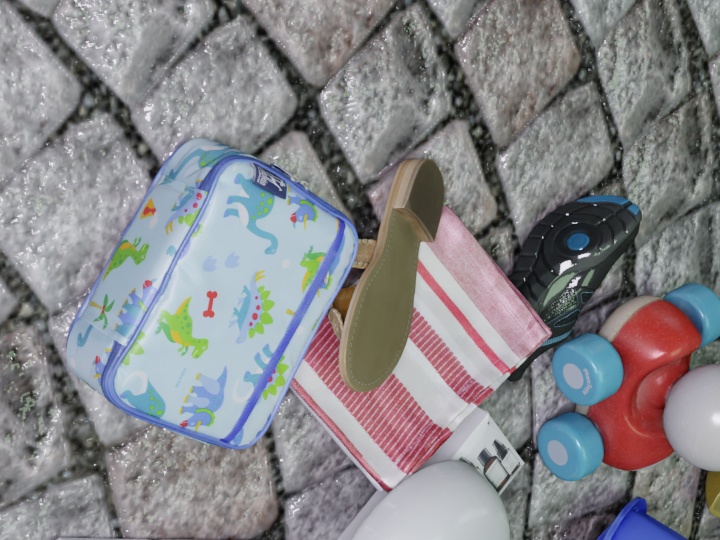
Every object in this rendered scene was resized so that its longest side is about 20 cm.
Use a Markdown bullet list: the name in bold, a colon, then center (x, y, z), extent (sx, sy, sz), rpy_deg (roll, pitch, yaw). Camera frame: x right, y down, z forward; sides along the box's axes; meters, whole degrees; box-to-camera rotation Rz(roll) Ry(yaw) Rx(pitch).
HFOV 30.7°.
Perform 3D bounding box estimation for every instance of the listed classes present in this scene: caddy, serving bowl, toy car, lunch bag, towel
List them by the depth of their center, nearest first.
- **lunch bag**: center (-0.098, 0.019, 0.933), extent (0.161, 0.082, 0.200), rpy_deg (33, 84, -43)
- **towel**: center (0.045, 0.061, 1.056), extent (0.200, 0.023, 0.144), rpy_deg (-43, 96, -18)
- **serving bowl**: center (0.058, 0.257, 1.062), extent (0.200, 0.066, 0.200), rpy_deg (-29, 134, -35)
- **toy car**: center (0.299, 0.136, 1.193), extent (0.184, 0.200, 0.177), rpy_deg (-20, 130, -35)
- **caddy**: center (0.256, 0.325, 1.303), extent (0.200, 0.105, 0.141), rpy_deg (-65, 153, -3)

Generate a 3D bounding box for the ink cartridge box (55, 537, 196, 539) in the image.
- **ink cartridge box**: center (-0.143, 0.282, 0.979), extent (0.200, 0.084, 0.146), rpy_deg (10, 97, -41)

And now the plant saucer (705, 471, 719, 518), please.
- **plant saucer**: center (0.471, 0.191, 1.449), extent (0.200, 0.048, 0.200), rpy_deg (24, 100, -41)

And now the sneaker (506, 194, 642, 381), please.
- **sneaker**: center (0.172, 0.012, 1.161), extent (0.200, 0.073, 0.082), rpy_deg (-41, 135, -11)

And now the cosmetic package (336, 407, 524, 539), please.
- **cosmetic package**: center (0.053, 0.213, 1.136), extent (0.200, 0.051, 0.083), rpy_deg (-49, 128, -15)

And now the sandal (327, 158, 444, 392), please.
- **sandal**: center (0.003, 0.004, 1.023), extent (0.078, 0.070, 0.212), rpy_deg (53, 47, -43)
